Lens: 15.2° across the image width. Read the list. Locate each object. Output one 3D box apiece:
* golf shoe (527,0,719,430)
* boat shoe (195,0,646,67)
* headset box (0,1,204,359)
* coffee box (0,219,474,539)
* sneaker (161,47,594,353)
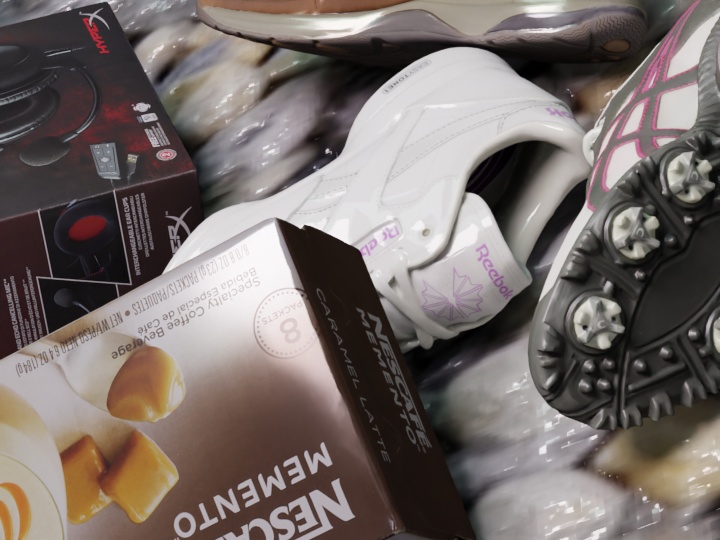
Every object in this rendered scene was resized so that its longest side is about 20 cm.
[{"bbox_3d":[0.110,-0.024,0.921,0.200,0.077,0.088,-54,21,-25],"label":"golf shoe"},{"bbox_3d":[0.024,-0.119,1.058,0.199,0.076,0.072,3,88,31],"label":"boat shoe"},{"bbox_3d":[-0.173,-0.022,1.074,0.199,0.075,0.149,-15,36,-11],"label":"headset box"},{"bbox_3d":[-0.078,0.081,0.899,0.200,0.080,0.115,-27,73,15],"label":"coffee box"},{"bbox_3d":[0.000,0.000,0.968,0.200,0.075,0.100,-45,36,-9],"label":"sneaker"}]
